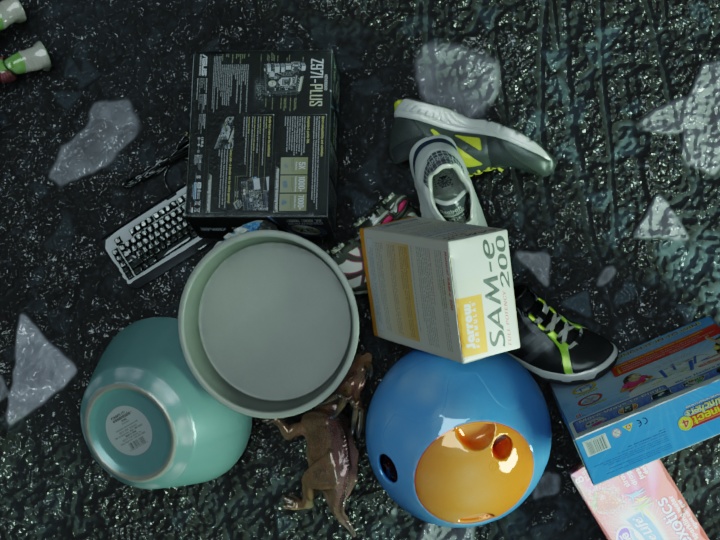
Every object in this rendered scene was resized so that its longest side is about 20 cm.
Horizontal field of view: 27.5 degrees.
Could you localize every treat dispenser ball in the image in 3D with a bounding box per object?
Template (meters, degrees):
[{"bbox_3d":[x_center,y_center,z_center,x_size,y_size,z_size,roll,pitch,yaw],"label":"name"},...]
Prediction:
[{"bbox_3d":[0.105,0.175,1.583,0.200,0.201,0.202,-1,85,7],"label":"treat dispenser ball"}]

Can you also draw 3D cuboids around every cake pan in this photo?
[{"bbox_3d":[-0.096,0.056,1.578,0.199,0.037,0.202,1,94,12],"label":"cake pan"}]

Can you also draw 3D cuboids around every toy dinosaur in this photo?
[{"bbox_3d":[-0.029,0.196,1.623,0.135,0.086,0.201,-20,79,47],"label":"toy dinosaur"}]

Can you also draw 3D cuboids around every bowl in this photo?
[{"bbox_3d":[-0.230,0.162,1.637,0.200,0.105,0.202,6,108,20],"label":"bowl"}]

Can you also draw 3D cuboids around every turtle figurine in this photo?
[{"bbox_3d":[-0.476,-0.234,1.751,0.193,0.200,0.144,-29,59,-16],"label":"turtle figurine"}]

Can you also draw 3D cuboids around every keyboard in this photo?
[{"bbox_3d":[-0.218,-0.080,1.734,0.199,0.021,0.127,-33,83,3],"label":"keyboard"}]

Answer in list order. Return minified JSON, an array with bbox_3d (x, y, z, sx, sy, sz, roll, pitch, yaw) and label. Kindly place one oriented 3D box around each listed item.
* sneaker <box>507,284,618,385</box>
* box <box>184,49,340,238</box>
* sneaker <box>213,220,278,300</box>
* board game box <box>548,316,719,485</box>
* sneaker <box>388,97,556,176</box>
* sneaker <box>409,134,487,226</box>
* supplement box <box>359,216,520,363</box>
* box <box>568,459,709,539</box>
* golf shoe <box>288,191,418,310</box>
[{"bbox_3d":[0.185,0.062,1.617,0.199,0.083,0.072,16,44,20],"label":"sneaker"},{"bbox_3d":[-0.108,-0.143,1.674,0.163,0.086,0.201,-1,75,5],"label":"box"},{"bbox_3d":[-0.138,0.022,1.662,0.075,0.087,0.201,35,117,11],"label":"sneaker"},{"bbox_3d":[0.312,0.133,1.561,0.199,0.196,0.056,-23,101,5],"label":"board game box"},{"bbox_3d":[0.124,-0.132,1.677,0.199,0.074,0.085,19,94,17],"label":"sneaker"},{"bbox_3d":[0.107,-0.049,1.629,0.076,0.081,0.201,-25,116,-2],"label":"sneaker"},{"bbox_3d":[0.081,0.016,1.549,0.073,0.200,0.127,-12,102,-25],"label":"supplement box"},{"bbox_3d":[0.316,0.281,1.599,0.094,0.103,0.201,-31,84,3],"label":"box"},{"bbox_3d":[0.000,0.000,1.650,0.200,0.077,0.088,-42,99,-20],"label":"golf shoe"}]
